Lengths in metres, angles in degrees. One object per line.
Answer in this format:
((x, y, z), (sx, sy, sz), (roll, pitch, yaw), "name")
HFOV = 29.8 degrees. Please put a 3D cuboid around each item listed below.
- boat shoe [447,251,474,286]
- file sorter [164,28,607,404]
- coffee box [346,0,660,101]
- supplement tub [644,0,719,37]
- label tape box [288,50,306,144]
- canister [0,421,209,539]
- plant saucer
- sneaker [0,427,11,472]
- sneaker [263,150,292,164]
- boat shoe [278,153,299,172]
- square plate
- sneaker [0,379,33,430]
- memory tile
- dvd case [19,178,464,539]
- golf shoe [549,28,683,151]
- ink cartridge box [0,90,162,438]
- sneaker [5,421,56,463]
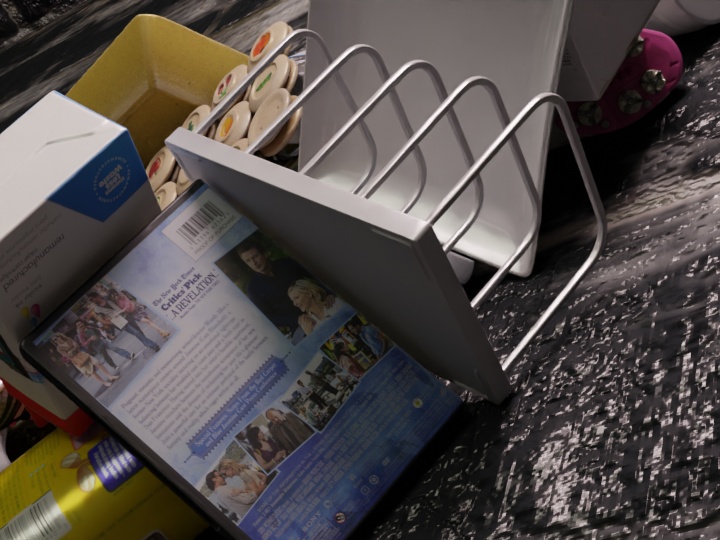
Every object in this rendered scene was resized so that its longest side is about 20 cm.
((0.000, 0.000, 0.923), (0.200, 0.069, 0.057), (12, 84, 52), "boat shoe")
((0.018, -0.042, 0.774), (0.200, 0.139, 0.125), (23, 63, 40), "file sorter")
((0.085, -0.177, 0.914), (0.200, 0.080, 0.114), (5, 48, 42), "coffee box")
((0.181, -0.232, 1.044), (0.200, 0.132, 0.132), (-5, 36, 49), "supplement tub")
((0.012, -0.151, 1.065), (0.143, 0.066, 0.200), (-26, 15, -25), "label tape box")
((-0.129, 0.116, 0.822), (0.200, 0.087, 0.149), (-38, 21, -5), "canister")
((-0.150, -0.125, 1.195), (0.200, 0.200, 0.049), (-32, 45, 49), "plant saucer")
((-0.304, 0.106, 0.934), (0.078, 0.112, 0.200), (-51, 35, 4), "sneaker")
((-0.136, -0.037, 1.157), (0.200, 0.078, 0.090), (-38, 19, -10), "sneaker")
((-0.068, -0.039, 1.084), (0.074, 0.076, 0.200), (-17, 19, 48), "boat shoe")
((0.045, -0.118, 0.861), (0.200, 0.199, 0.028), (23, 30, 35), "square plate")
((-0.217, 0.075, 0.885), (0.074, 0.088, 0.200), (5, 44, 43), "sneaker")
((-0.114, -0.094, 1.057), (0.200, 0.017, 0.153), (-44, 33, 28), "memory tile")
((-0.062, 0.058, 0.730), (0.143, 0.200, 0.018), (-46, -10, -25), "dvd case")
((0.129, -0.118, 0.965), (0.200, 0.075, 0.092), (-21, 3, 8), "golf shoe")
((-0.166, 0.012, 0.790), (0.067, 0.200, 0.116), (27, 61, 31), "ink cartridge box")
((-0.200, 0.083, 1.006), (0.200, 0.067, 0.090), (-33, 27, 12), "sneaker")
